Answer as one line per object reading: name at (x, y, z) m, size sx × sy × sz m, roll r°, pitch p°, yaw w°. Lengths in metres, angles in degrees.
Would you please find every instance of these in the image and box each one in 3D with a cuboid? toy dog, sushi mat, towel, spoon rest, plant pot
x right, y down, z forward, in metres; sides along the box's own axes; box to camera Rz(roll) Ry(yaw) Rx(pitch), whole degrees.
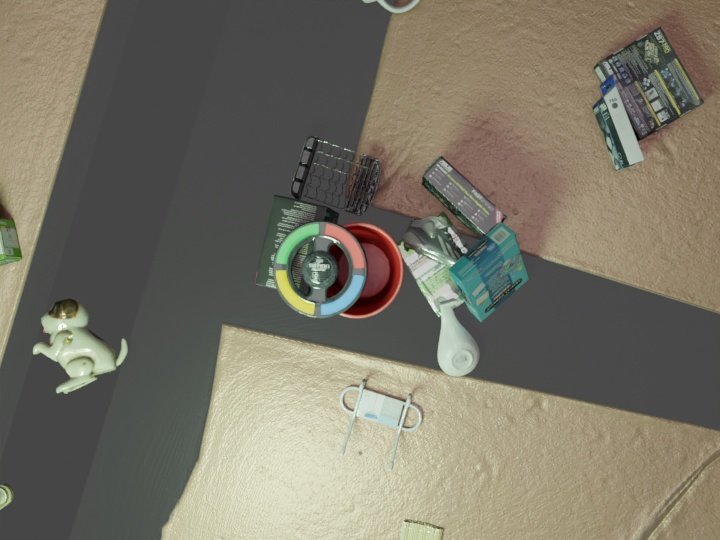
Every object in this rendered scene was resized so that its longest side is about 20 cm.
toy dog at (-0.664, 0.162, 1.531) m, size 0.193 × 0.140 × 0.201 m, roll -26°, pitch 88°, yaw -9°
sushi mat at (0.130, 0.687, 1.529) m, size 0.095 × 0.012 × 0.202 m, roll 9°, pitch 91°, yaw 5°
towel at (0.189, -0.014, 1.524) m, size 0.149 × 0.031 × 0.201 m, roll -33°, pitch 85°, yaw 1°
spoon rest at (0.215, 0.151, 1.493) m, size 0.098 × 0.061 × 0.202 m, roll -15°, pitch 112°, yaw -2°
plant pot at (0.000, 0.000, 1.459) m, size 0.198 × 0.177 × 0.203 m, roll 0°, pitch 90°, yaw 4°

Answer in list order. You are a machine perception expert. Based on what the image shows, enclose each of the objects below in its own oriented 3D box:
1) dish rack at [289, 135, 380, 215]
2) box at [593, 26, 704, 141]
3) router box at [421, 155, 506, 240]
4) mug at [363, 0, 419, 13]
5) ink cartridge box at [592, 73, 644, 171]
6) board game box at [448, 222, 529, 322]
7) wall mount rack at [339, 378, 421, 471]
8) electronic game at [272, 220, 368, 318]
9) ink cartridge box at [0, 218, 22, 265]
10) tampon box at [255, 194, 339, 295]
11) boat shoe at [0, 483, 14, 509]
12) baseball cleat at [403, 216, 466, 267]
dish rack at (-0.056, -0.217, 1.528) m, size 0.198 × 0.055 × 0.155 m, roll 18°, pitch 93°, yaw 2°
box at (0.646, -0.417, 1.478) m, size 0.160 × 0.049 × 0.201 m, roll -30°, pitch 88°, yaw 5°
router box at (0.225, -0.157, 1.457) m, size 0.200 × 0.150 × 0.062 m, roll 44°, pitch 93°, yaw 3°
mug at (0.064, -0.681, 1.486) m, size 0.175 × 0.148 × 0.200 m, roll -39°, pitch 117°, yaw 11°
ink cartridge box at (0.563, -0.325, 1.458) m, size 0.039 × 0.099 × 0.202 m, roll -19°, pitch 88°, yaw 5°
board game box at (0.282, 0.008, 1.425) m, size 0.151 × 0.200 × 0.047 m, roll -41°, pitch 54°, yaw -3°
wall mount rack at (0.037, 0.350, 1.506) m, size 0.198 × 0.075 × 0.175 m, roll 16°, pitch 91°, yaw 5°
electronic game at (-0.083, -0.002, 1.357) m, size 0.198 × 0.042 × 0.202 m, roll 0°, pitch 90°, yaw 5°
ink cartridge box at (-0.919, -0.108, 1.580) m, size 0.146 × 0.076 × 0.202 m, roll -13°, pitch 88°, yaw 5°
tampon box at (-0.141, -0.052, 1.481) m, size 0.125 × 0.150 × 0.202 m, roll 13°, pitch 91°, yaw 8°
boat shoe at (-0.935, 0.585, 1.577) m, size 0.200 × 0.076 × 0.072 m, roll -40°, pitch 87°, yaw 3°
baseball cleat at (0.198, -0.059, 1.476) m, size 0.199 × 0.070 × 0.107 m, roll 24°, pitch 89°, yaw 4°
